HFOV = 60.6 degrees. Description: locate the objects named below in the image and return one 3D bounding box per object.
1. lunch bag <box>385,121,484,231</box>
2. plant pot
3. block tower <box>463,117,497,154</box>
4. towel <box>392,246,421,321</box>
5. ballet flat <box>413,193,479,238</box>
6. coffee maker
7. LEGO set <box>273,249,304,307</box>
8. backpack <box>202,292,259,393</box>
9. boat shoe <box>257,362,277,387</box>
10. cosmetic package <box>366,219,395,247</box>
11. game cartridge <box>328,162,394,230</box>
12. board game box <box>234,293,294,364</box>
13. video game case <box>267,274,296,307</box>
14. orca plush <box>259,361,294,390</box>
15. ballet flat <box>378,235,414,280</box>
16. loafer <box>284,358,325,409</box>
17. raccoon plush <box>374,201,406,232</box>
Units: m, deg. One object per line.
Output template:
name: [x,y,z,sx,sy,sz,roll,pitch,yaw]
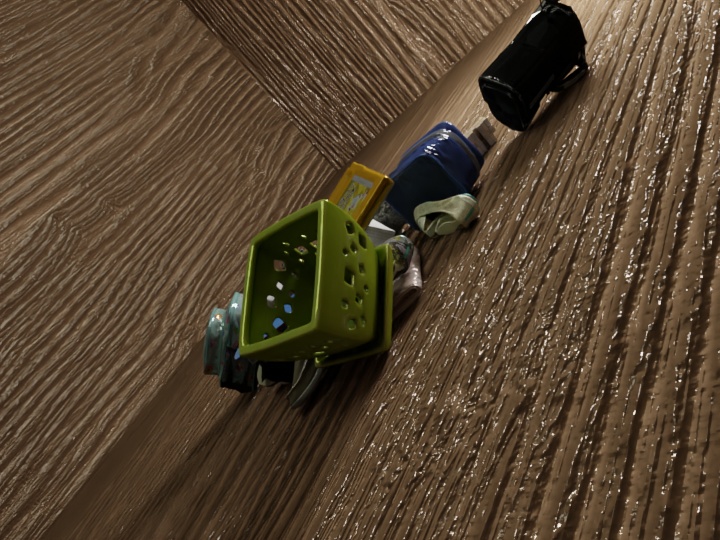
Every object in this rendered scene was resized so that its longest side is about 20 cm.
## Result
lunch bag: [0.143,-0.187,1.231,0.199,0.136,0.134,-30,21,51]
plant pot: [-0.057,0.039,0.953,0.197,0.179,0.205,-21,57,43]
block tower: [0.217,-0.246,1.364,0.200,0.054,0.058,-45,11,10]
towel: [0.035,0.051,1.100,0.190,0.032,0.201,-43,14,17]
ballet flat: [0.141,-0.093,1.121,0.063,0.067,0.199,-59,15,-17]
coffee maker: [0.323,-0.406,1.191,0.201,0.192,0.134,-49,29,-8]
LEGO set: [-0.127,0.028,1.336,0.156,0.115,0.199,-55,-20,16]
backpack: [-0.279,0.152,1.409,0.176,0.149,0.206,-117,44,-78]
boat shoe: [-0.134,0.159,1.271,0.202,0.070,0.063,-53,-28,-8]
cosmetic package: [-0.017,-0.090,1.365,0.199,0.099,0.076,32,108,54]
game cartridge: [-0.024,-0.128,1.256,0.179,0.032,0.200,-58,28,3]
board game box: [-0.152,0.106,1.164,0.198,0.039,0.159,-37,13,25]
video game case: [-0.172,0.095,1.416,0.144,0.018,0.204,-59,-20,-45]
orca plush: [-0.144,0.162,1.161,0.197,0.071,0.107,0,57,50]
ballet flat: [0.014,0.016,1.062,0.199,0.072,0.073,-40,13,36]
loafer: [-0.087,0.140,1.065,0.204,0.068,0.075,-66,4,-27]
raccoon plush: [0.079,-0.098,1.390,0.133,0.094,0.206,21,98,62]
